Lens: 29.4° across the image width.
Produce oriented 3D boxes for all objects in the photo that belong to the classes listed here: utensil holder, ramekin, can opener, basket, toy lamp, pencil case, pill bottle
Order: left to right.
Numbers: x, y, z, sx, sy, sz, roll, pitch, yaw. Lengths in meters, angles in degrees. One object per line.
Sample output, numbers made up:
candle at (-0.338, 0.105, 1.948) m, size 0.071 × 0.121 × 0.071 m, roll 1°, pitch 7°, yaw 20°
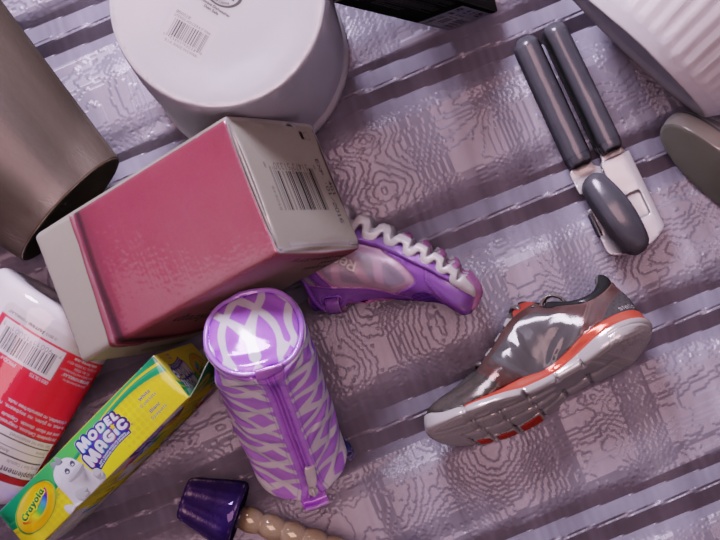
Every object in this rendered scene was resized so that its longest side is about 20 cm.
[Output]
basket at (-0.302, -0.118, 1.099) m, size 0.200 × 0.136 × 0.181 m, roll 42°, pitch 90°, yaw 0°
pill bottle at (-0.290, 0.110, 1.091) m, size 0.112 × 0.112 × 0.201 m, roll 31°, pitch 88°, yaw 4°
utensil holder at (-0.096, -0.186, 1.058) m, size 0.167 × 0.200 × 0.172 m, roll 0°, pitch 86°, yaw 2°
pencil case at (-0.063, 0.101, 1.044) m, size 0.083 × 0.201 × 0.086 m, roll -15°, pitch 49°, yaw 1°
toy lamp at (-0.050, 0.214, 1.103) m, size 0.198 × 0.058 × 0.059 m, roll 17°, pitch 87°, yaw 3°
can opener at (0.187, -0.107, 1.109) m, size 0.053 × 0.067 × 0.202 m, roll -25°, pitch 86°, yaw 0°
ramekin at (0.240, -0.206, 1.055) m, size 0.202 × 0.202 × 0.094 m, roll 44°, pitch 100°, yaw 4°

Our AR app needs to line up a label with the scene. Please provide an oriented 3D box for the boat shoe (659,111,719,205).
boat shoe at (0.337, -0.078, 1.108) m, size 0.200 × 0.070 × 0.072 m, roll 34°, pitch 71°, yaw 4°

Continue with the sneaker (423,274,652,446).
sneaker at (0.134, 0.071, 1.111) m, size 0.198 × 0.077 × 0.082 m, roll -27°, pitch 59°, yaw -1°

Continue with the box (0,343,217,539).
box at (-0.182, 0.127, 1.071) m, size 0.200 × 0.117 × 0.048 m, roll -43°, pitch 86°, yaw 6°

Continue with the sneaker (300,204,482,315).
sneaker at (0.000, 0.000, 1.109) m, size 0.198 × 0.080 × 0.089 m, roll 23°, pitch 92°, yaw 9°

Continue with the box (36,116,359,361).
box at (-0.123, -0.022, 1.046) m, size 0.199 × 0.127 × 0.110 m, roll -28°, pitch 80°, yaw 27°

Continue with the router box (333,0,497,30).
router box at (0.029, -0.278, 1.061) m, size 0.052 × 0.199 × 0.159 m, roll -15°, pitch 86°, yaw 28°
